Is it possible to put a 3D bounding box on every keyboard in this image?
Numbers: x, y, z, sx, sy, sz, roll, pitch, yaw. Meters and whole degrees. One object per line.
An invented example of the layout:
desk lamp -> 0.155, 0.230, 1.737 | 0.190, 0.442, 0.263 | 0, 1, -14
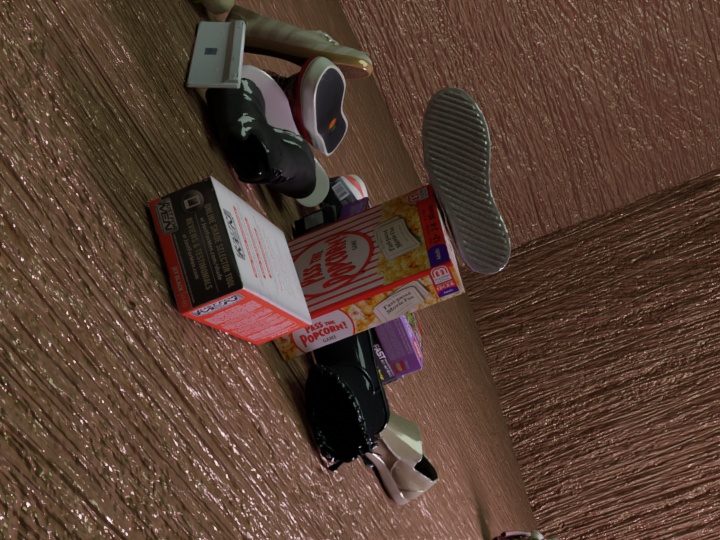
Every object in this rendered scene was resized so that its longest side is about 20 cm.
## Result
keyboard -> -0.159, -0.243, 1.211 | 0.200, 0.056, 0.011 | -97, -177, -59

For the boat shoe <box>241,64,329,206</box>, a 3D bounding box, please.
boat shoe -> -0.107, -0.167, 1.337 | 0.200, 0.072, 0.068 | 51, -11, -31

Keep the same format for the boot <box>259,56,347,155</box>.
boot -> -0.092, -0.229, 1.362 | 0.144, 0.073, 0.200 | 33, -14, 10

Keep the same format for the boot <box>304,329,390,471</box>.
boot -> -0.027, 0.110, 1.165 | 0.162, 0.073, 0.199 | -16, 86, -78

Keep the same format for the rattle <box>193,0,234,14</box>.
rattle -> -0.155, -0.403, 1.354 | 0.130, 0.143, 0.200 | 50, 16, -1

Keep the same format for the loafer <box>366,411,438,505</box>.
loafer -> 0.039, 0.205, 1.330 | 0.076, 0.068, 0.201 | -100, 166, -52

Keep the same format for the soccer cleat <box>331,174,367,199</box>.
soccer cleat -> -0.008, -0.052, 1.694 | 0.073, 0.068, 0.201 | -9, 82, -57

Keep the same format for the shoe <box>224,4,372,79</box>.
shoe -> -0.078, -0.285, 1.352 | 0.070, 0.199, 0.054 | 48, 57, -82

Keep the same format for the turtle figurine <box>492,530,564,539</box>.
turtle figurine -> 0.338, 0.574, 2.069 | 0.194, 0.199, 0.145 | 34, 70, -82

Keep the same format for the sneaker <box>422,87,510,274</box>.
sneaker -> 0.110, -0.098, 1.185 | 0.114, 0.072, 0.202 | -75, 153, -81

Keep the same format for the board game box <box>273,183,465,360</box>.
board game box -> 0.000, 0.000, 1.142 | 0.152, 0.199, 0.046 | -99, 164, -56

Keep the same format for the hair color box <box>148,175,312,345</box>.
hair color box -> -0.108, -0.002, 0.947 | 0.200, 0.061, 0.102 | 43, 27, -73

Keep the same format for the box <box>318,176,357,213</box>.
box -> 0.005, -0.041, 1.537 | 0.200, 0.040, 0.137 | 55, -5, -8

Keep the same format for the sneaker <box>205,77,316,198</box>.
sneaker -> -0.111, -0.126, 1.222 | 0.200, 0.076, 0.091 | 43, 33, -51

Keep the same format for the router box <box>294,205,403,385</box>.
router box -> -0.015, 0.039, 1.405 | 0.150, 0.062, 0.200 | -103, 168, -45

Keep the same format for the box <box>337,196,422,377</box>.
box -> 0.026, 0.018, 1.365 | 0.137, 0.039, 0.201 | -78, 146, -72
